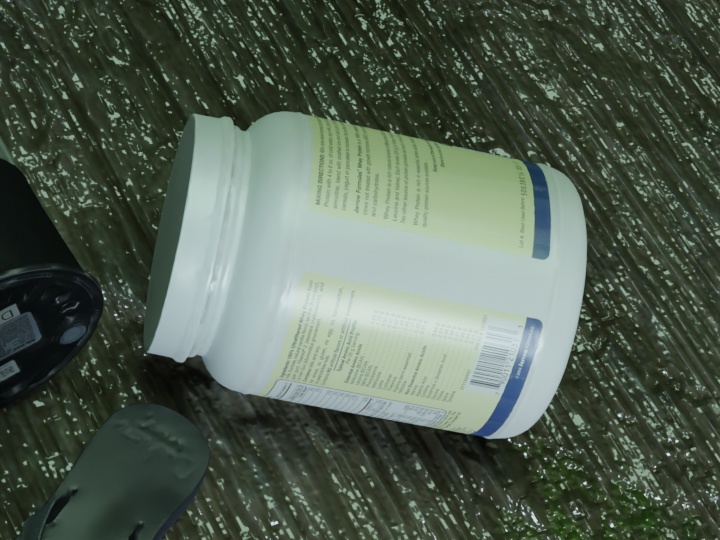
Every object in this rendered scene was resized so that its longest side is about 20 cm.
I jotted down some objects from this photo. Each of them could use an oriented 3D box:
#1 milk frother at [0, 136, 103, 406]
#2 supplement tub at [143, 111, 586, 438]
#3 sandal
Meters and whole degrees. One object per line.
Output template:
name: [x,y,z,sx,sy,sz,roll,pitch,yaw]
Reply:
milk frother: [-0.236,-0.046,0.958,0.180,0.200,0.188,-21,62,-27]
supplement tub: [0.000,0.000,1.038,0.200,0.145,0.145,11,50,-11]
sandal: [-0.131,0.134,0.953,0.076,0.043,0.200,23,49,0]
